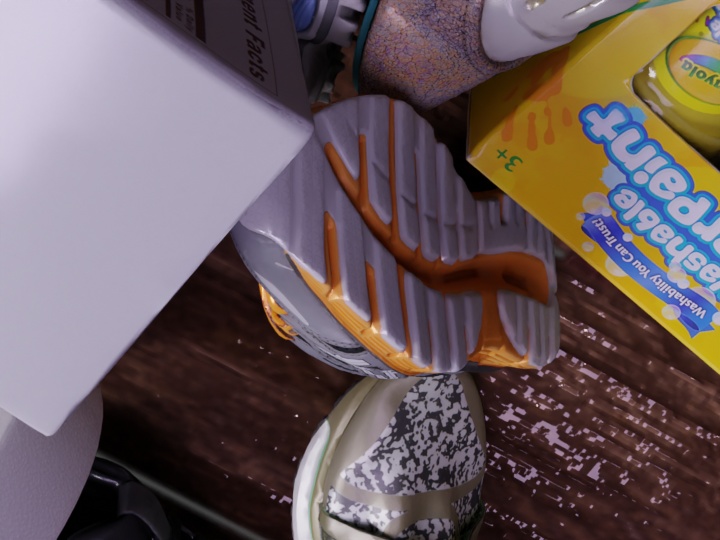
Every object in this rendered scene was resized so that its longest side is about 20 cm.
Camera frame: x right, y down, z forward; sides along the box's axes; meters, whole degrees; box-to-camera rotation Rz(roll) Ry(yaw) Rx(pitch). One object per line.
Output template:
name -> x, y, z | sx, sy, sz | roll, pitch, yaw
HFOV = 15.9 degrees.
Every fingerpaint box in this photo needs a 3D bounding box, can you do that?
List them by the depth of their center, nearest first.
fingerpaint box -> 0.160, -0.042, 0.802 | 0.200, 0.074, 0.167 | 40, 118, -20

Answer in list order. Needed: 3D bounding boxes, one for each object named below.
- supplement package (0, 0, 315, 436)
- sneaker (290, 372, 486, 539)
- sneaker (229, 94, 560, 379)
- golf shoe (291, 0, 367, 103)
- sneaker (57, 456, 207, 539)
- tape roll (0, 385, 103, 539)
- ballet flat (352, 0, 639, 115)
supplement package -> -0.126, -0.073, 0.685 | 0.199, 0.118, 0.117 | 35, 109, -22
sneaker -> 0.023, 0.128, 0.891 | 0.076, 0.088, 0.202 | -3, 107, -34
sneaker -> 0.000, 0.000, 0.795 | 0.077, 0.079, 0.200 | -5, 166, 22
golf shoe -> -0.023, -0.142, 0.752 | 0.097, 0.078, 0.201 | 22, 122, -3
sneaker -> -0.081, 0.116, 0.913 | 0.199, 0.070, 0.100 | 13, 128, -18
tape roll -> -0.172, 0.086, 0.839 | 0.202, 0.203, 0.037 | -29, 118, 22
ballet flat -> 0.063, -0.116, 0.738 | 0.067, 0.068, 0.201 | 37, 114, 25
